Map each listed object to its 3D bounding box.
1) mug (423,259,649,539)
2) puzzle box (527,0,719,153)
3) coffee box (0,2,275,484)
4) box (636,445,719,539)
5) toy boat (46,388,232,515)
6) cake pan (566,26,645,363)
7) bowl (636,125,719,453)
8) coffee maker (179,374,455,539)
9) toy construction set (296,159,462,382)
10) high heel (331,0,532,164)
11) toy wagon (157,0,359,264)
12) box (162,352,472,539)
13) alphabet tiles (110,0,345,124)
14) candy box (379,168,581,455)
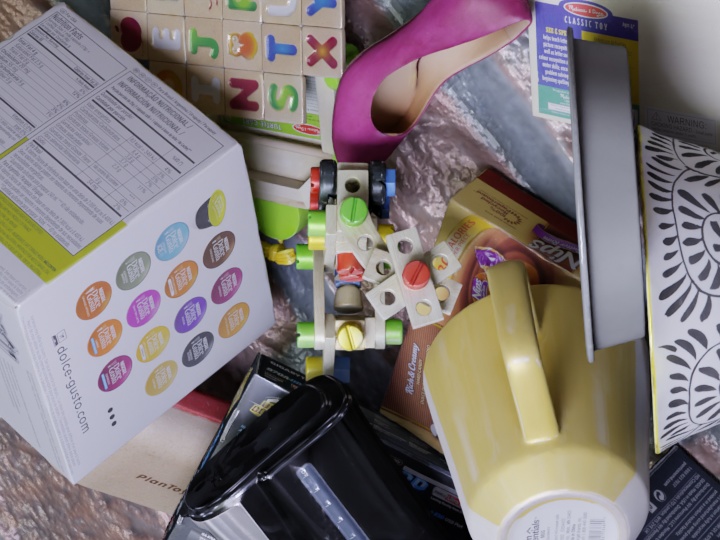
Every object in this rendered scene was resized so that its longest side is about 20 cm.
[{"bbox_3d":[0.107,0.105,1.616,0.149,0.154,0.186,-38,124,26],"label":"mug"},{"bbox_3d":[0.192,-0.142,1.571,0.199,0.025,0.134,15,124,31],"label":"puzzle box"},{"bbox_3d":[-0.202,-0.022,1.774,0.200,0.197,0.200,38,154,31],"label":"coffee box"},{"bbox_3d":[0.226,0.249,1.719,0.200,0.107,0.149,42,133,9],"label":"box"},{"bbox_3d":[-0.147,0.098,1.914,0.199,0.132,0.130,23,145,-33],"label":"toy boat"},{"bbox_3d":[0.147,-0.046,1.529,0.036,0.201,0.201,-4,117,5],"label":"cake pan"},{"bbox_3d":[0.219,0.009,1.556,0.093,0.201,0.202,-4,116,7],"label":"bowl"},{"bbox_3d":[0.007,0.171,1.727,0.200,0.192,0.134,55,153,-15],"label":"coffee maker"},{"bbox_3d":[0.000,0.000,1.698,0.200,0.091,0.132,146,127,-70],"label":"toy construction set"},{"bbox_3d":[0.043,-0.119,1.657,0.096,0.067,0.201,51,136,33],"label":"high heel"},{"bbox_3d":[-0.064,-0.101,1.785,0.154,0.040,0.201,14,123,32],"label":"toy wagon"},{"bbox_3d":[-0.021,0.173,1.809,0.199,0.046,0.160,26,109,-6],"label":"box"},{"bbox_3d":[-0.093,-0.187,1.738,0.199,0.006,0.168,9,107,33],"label":"alphabet tiles"},{"bbox_3d":[0.094,0.045,1.737,0.116,0.056,0.201,33,130,18],"label":"candy box"}]
